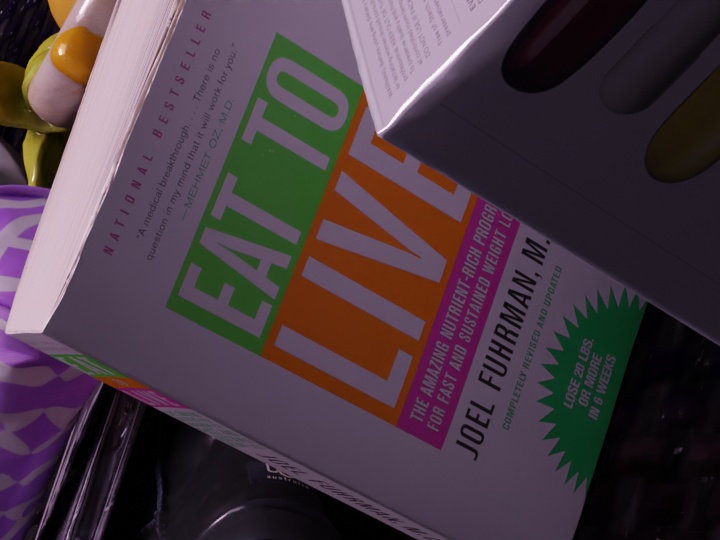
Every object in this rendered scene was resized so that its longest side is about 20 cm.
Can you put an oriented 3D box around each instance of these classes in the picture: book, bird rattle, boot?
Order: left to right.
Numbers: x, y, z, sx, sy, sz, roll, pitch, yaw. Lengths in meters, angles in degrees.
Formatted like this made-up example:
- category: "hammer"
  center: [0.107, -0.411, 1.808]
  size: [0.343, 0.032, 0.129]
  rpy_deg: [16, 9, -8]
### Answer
- category: "bird rattle"
  center: [-0.101, -0.121, 0.997]
  size: [0.201, 0.112, 0.163]
  rpy_deg: [-54, 10, -16]
- category: "boot"
  center: [-0.065, 0.104, 0.836]
  size: [0.199, 0.073, 0.163]
  rpy_deg: [-56, 23, 28]
- category: "book"
  center: [0.000, 0.000, 0.696]
  size: [0.048, 0.199, 0.135]
  rpy_deg: [-3, 64, 55]

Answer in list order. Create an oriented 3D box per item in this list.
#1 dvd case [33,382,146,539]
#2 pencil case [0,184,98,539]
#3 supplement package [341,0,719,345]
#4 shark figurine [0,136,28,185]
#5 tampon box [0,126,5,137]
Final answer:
- category: "dvd case"
  center: [-0.105, 0.073, 0.896]
  size: [0.200, 0.016, 0.150]
  rpy_deg: [128, 160, -64]
- category: "pencil case"
  center: [-0.140, 0.060, 0.844]
  size: [0.084, 0.085, 0.201]
  rpy_deg: [57, 138, 31]
- category: "supplement package"
  center: [0.098, -0.073, 0.607]
  size: [0.111, 0.199, 0.156]
  rpy_deg: [-45, 34, 25]
- category: "shark figurine"
  center: [-0.198, -0.044, 1.080]
  size: [0.214, 0.089, 0.128]
  rpy_deg: [42, 94, 29]
- category: "tampon box"
  center: [-0.315, -0.057, 1.260]
  size: [0.199, 0.149, 0.127]
  rpy_deg: [-19, 50, 49]
